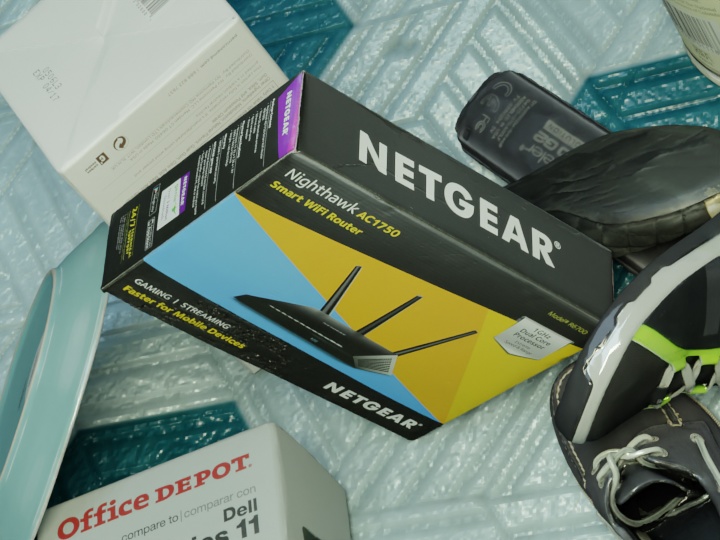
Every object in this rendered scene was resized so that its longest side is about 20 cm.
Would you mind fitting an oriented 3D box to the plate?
[{"bbox_3d":[-0.172,0.067,1.135,0.200,0.025,0.202,-162,90,-77],"label":"plate"}]

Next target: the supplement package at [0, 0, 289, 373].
[{"bbox_3d":[-0.085,-0.065,1.143,0.120,0.200,0.121,-41,47,-1],"label":"supplement package"}]

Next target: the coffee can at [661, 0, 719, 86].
[{"bbox_3d":[0.195,-0.203,1.071,0.145,0.200,0.147,-16,51,21],"label":"coffee can"}]

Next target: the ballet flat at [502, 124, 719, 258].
[{"bbox_3d":[0.111,-0.023,1.073,0.199,0.057,0.067,-19,42,32],"label":"ballet flat"}]

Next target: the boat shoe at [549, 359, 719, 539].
[{"bbox_3d":[0.141,0.097,0.982,0.072,0.063,0.200,-39,45,4],"label":"boat shoe"}]

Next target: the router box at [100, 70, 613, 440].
[{"bbox_3d":[0.000,0.000,1.017,0.149,0.199,0.051,-33,42,40],"label":"router box"}]

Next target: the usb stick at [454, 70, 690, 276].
[{"bbox_3d":[0.123,-0.045,1.118,0.056,0.033,0.200,-51,47,1],"label":"usb stick"}]

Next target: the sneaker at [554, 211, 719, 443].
[{"bbox_3d":[0.176,0.022,0.986,0.200,0.072,0.083,-39,71,-21],"label":"sneaker"}]

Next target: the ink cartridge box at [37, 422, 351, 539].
[{"bbox_3d":[-0.076,0.192,1.033,0.146,0.083,0.201,-22,48,16],"label":"ink cartridge box"}]
